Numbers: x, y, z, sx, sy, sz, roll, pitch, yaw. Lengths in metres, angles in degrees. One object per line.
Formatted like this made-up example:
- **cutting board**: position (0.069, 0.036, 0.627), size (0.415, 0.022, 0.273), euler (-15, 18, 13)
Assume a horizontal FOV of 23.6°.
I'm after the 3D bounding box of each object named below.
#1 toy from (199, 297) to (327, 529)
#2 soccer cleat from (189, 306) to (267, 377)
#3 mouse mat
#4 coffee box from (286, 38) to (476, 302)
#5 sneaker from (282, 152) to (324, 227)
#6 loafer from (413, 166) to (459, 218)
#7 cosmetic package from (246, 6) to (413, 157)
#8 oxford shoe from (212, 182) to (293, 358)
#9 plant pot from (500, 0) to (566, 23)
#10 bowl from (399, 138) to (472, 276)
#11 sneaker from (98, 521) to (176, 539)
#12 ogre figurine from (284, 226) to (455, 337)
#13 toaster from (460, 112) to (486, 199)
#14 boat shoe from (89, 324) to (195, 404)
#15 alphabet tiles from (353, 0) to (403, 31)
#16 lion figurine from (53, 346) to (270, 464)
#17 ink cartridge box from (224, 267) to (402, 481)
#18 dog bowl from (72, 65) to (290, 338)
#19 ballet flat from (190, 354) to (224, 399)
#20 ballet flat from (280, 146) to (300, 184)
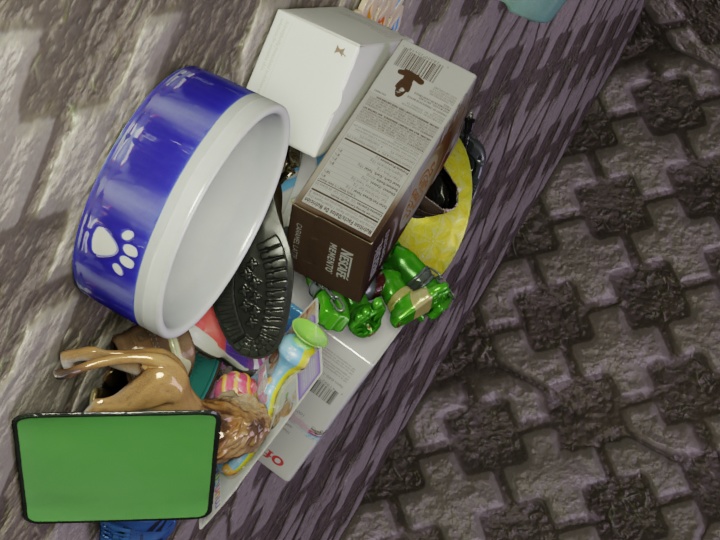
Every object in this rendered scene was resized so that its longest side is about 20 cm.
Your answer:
- **toy**: position (-0.103, 0.117, 1.512), size (0.200, 0.047, 0.115), euler (-49, -156, 24)
- **soccer cleat**: position (-0.115, 0.048, 1.560), size (0.073, 0.068, 0.200), euler (-56, 155, -1)
- **mouse mat**: position (-0.196, 0.161, 1.397), size (0.200, 0.161, 0.008), euler (103, -15, -58)
- **coffee box**: position (0.017, -0.087, 1.514), size (0.200, 0.080, 0.114), euler (-58, 170, -26)
- **sneaker**: position (-0.059, -0.069, 1.643), size (0.200, 0.081, 0.077), euler (-50, 167, -18)
- **loafer**: position (0.044, -0.129, 1.740), size (0.200, 0.071, 0.073), euler (49, 65, -38)
- **cosmetic package**: position (-0.027, -0.172, 1.543), size (0.108, 0.085, 0.200), euler (-66, 169, 13)
- **oxford shoe**: position (-0.089, -0.026, 1.471), size (0.084, 0.072, 0.201), euler (-35, 123, -81)
- **plant pot**: position (0.192, -0.387, 1.853), size (0.196, 0.200, 0.200), euler (-58, 172, 22)
- **bowl**: position (0.019, -0.077, 1.890), size (0.108, 0.200, 0.200), euler (11, 111, -36)
- **sneaker**: position (-0.225, 0.247, 1.679), size (0.079, 0.066, 0.200), euler (-58, 169, -7)
- **ogre figurine**: position (0.000, 0.000, 1.618), size (0.200, 0.120, 0.098), euler (-21, 156, -38)
- **toaster**: position (0.072, -0.116, 2.042), size (0.129, 0.113, 0.200), euler (-107, -142, -67)
- **boat shoe**: position (-0.201, 0.108, 1.486), size (0.075, 0.075, 0.202), euler (-16, 146, -28)
- **alphabet tiles**: position (-0.005, -0.215, 1.745), size (0.200, 0.015, 0.196), euler (-57, 168, -33)
- **lion figurine**: position (-0.154, 0.107, 1.382), size (0.200, 0.122, 0.073), euler (55, 23, -61)
- **ink cartridge box**: position (-0.061, 0.076, 1.736), size (0.200, 0.147, 0.146), euler (-55, 178, 39)
- **dog bowl**: position (-0.135, -0.052, 1.324), size (0.200, 0.079, 0.200), euler (-60, 169, -19)
- **ballet flat**: position (-0.182, 0.155, 1.631), size (0.071, 0.069, 0.200), euler (109, 3, -53)
- **ballet flat**: position (-0.110, -0.042, 1.560), size (0.200, 0.046, 0.067), euler (-60, 171, 2)
